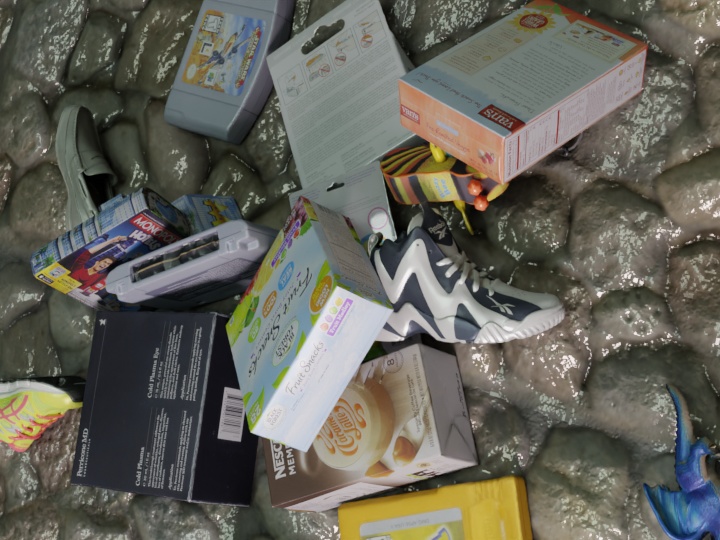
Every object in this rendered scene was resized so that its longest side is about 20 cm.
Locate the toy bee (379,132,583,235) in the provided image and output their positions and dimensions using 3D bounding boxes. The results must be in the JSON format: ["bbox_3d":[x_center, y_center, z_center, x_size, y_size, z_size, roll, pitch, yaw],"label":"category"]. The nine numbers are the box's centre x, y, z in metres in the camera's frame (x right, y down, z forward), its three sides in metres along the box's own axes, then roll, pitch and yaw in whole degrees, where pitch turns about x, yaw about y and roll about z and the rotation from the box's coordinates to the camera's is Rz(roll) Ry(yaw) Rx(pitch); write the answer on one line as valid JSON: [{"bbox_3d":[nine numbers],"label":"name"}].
[{"bbox_3d":[0.099,-0.100,1.121,0.200,0.131,0.109,-33,19,38],"label":"toy bee"}]

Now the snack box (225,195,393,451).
[{"bbox_3d":[-0.056,0.046,1.120,0.169,0.067,0.200,-59,26,17],"label":"snack box"}]

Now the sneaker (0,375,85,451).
[{"bbox_3d":[-0.408,0.178,1.434,0.199,0.078,0.091,-11,80,38],"label":"sneaker"}]

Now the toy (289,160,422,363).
[{"bbox_3d":[0.000,0.000,1.214,0.115,0.047,0.201,-18,73,25],"label":"toy"}]

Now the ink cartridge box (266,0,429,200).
[{"bbox_3d":[-0.009,-0.188,1.270,0.162,0.057,0.201,-30,58,25],"label":"ink cartridge box"}]

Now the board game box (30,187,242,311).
[{"bbox_3d":[-0.241,-0.032,1.321,0.199,0.200,0.062,-30,63,8],"label":"board game box"}]

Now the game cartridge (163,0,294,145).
[{"bbox_3d":[-0.154,-0.257,1.390,0.133,0.041,0.201,19,89,40],"label":"game cartridge"}]

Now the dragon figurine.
[{"bbox_3d":[0.277,0.193,0.969,0.099,0.059,0.200,-40,61,19],"label":"dragon figurine"}]

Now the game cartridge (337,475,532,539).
[{"bbox_3d":[0.073,0.296,1.098,0.199,0.032,0.177,-17,69,31],"label":"game cartridge"}]

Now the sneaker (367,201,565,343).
[{"bbox_3d":[0.092,-0.002,1.101,0.198,0.079,0.130,-1,99,28],"label":"sneaker"}]

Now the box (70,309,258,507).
[{"bbox_3d":[-0.208,0.149,1.281,0.182,0.104,0.201,1,78,34],"label":"box"}]

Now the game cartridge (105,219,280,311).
[{"bbox_3d":[-0.162,-0.003,1.270,0.199,0.133,0.041,-19,67,28],"label":"game cartridge"}]

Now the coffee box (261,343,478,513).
[{"bbox_3d":[0.004,0.161,1.149,0.199,0.080,0.115,-23,65,28],"label":"coffee box"}]

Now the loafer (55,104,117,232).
[{"bbox_3d":[-0.338,-0.117,1.463,0.070,0.070,0.201,-16,77,24],"label":"loafer"}]

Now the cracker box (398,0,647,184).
[{"bbox_3d":[0.151,-0.172,1.079,0.200,0.058,0.134,-33,50,-27],"label":"cracker box"}]
